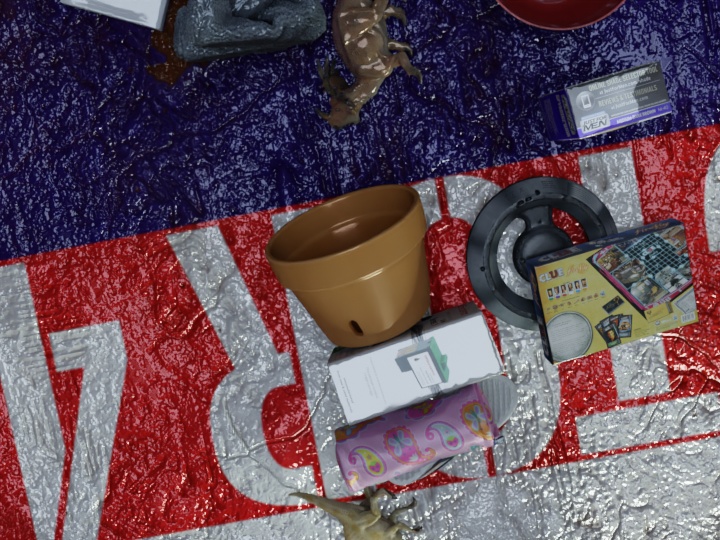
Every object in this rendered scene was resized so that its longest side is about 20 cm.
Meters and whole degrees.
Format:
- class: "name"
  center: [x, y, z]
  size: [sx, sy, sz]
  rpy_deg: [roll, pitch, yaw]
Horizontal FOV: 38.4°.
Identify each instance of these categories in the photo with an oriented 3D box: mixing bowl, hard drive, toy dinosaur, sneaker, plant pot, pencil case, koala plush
- class: "mixing bowl"
  center: [0.236, -0.385, 1.253]
  size: [0.199, 0.108, 0.201]
  rpy_deg: [0, 95, 2]
- class: "hard drive"
  center: [-0.291, -0.419, 1.305]
  size: [0.132, 0.025, 0.201]
  rpy_deg: [15, 96, 0]
- class: "toy dinosaur"
  center: [0.008, 0.322, 1.356]
  size: [0.200, 0.058, 0.101]
  rpy_deg: [32, 97, -2]
- class: "sneaker"
  center: [0.113, 0.200, 1.331]
  size: [0.200, 0.079, 0.079]
  rpy_deg: [-34, 80, 2]
- class: "plant pot"
  center: [0.000, 0.000, 1.268]
  size: [0.200, 0.200, 0.140]
  rpy_deg: [-21, 112, 4]
- class: "toy dinosaur"
  center: [-0.003, -0.280, 1.278]
  size: [0.135, 0.086, 0.201]
  rpy_deg: [-11, 99, -1]
- class: "pencil case"
  center: [0.068, 0.203, 1.256]
  size: [0.199, 0.087, 0.088]
  rpy_deg: [-18, 95, 1]
- class: "koala plush"
  center: [-0.141, -0.367, 1.243]
  size: [0.183, 0.177, 0.201]
  rpy_deg: [-9, 95, -16]

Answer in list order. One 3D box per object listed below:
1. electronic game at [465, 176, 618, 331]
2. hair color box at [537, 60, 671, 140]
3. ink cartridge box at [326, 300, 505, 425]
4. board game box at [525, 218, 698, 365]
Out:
- class: "electronic game"
  center: [0.233, -0.020, 1.322]
  size: [0.199, 0.042, 0.201]
  rpy_deg: [-1, 101, -4]
- class: "hair color box"
  center: [0.283, -0.197, 1.224]
  size: [0.109, 0.200, 0.065]
  rpy_deg: [-16, 95, 3]
- class: "ink cartridge box"
  center: [0.069, 0.111, 1.289]
  size: [0.199, 0.146, 0.085]
  rpy_deg: [-20, 93, 3]
- class: "board game box"
  center: [0.318, 0.026, 1.302]
  size: [0.199, 0.035, 0.136]
  rpy_deg: [-15, 107, -6]
